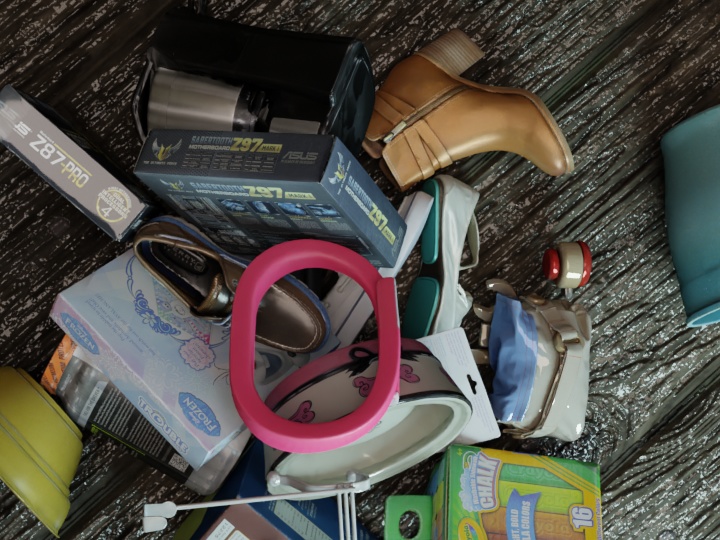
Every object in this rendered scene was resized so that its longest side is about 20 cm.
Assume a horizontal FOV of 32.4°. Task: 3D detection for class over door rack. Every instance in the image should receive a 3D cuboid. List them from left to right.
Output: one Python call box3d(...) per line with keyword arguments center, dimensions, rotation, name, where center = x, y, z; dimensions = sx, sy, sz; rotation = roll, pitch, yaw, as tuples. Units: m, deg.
box3d(center=(-0.086, 0.250, 1.035), dimensions=(0.199, 0.067, 0.149), rotation=(-6, 97, -21), name="over door rack")

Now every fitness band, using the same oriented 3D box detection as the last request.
box3d(center=(-0.038, 0.060, 1.042), dimensions=(0.143, 0.038, 0.201), rotation=(-2, 55, 1), name="fitness band")

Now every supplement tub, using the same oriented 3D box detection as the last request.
box3d(center=(-0.201, 0.121, 1.209), dimensions=(0.199, 0.123, 0.123), rotation=(31, 90, -5), name="supplement tub")

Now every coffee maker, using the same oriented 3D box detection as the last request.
box3d(center=(-0.092, -0.183, 1.173), dimensions=(0.199, 0.135, 0.193), rotation=(11, 90, 15), name="coffee maker")

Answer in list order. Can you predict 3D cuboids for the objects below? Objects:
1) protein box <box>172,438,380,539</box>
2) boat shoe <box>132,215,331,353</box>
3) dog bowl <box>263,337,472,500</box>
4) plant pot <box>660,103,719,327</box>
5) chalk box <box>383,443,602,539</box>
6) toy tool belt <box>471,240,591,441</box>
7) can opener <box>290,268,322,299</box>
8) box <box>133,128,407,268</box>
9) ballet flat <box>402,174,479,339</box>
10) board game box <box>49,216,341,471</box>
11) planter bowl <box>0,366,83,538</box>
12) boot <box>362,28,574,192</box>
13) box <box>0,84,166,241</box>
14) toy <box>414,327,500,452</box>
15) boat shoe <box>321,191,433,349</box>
box3d(center=(-0.073, 0.295, 1.182), dimensions=(0.200, 0.199, 0.135), rotation=(41, 96, -5), name="protein box")
box3d(center=(-0.122, 0.023, 1.124), dimensions=(0.199, 0.072, 0.073), rotation=(27, 106, 3), name="boat shoe")
box3d(center=(-0.002, 0.133, 1.130), dimensions=(0.199, 0.200, 0.074), rotation=(-21, 64, -3), name="dog bowl")
box3d(center=(0.385, -0.065, 1.217), dimensions=(0.199, 0.200, 0.189), rotation=(-17, 78, -3), name="plant pot")
box3d(center=(0.123, 0.254, 1.212), dimensions=(0.199, 0.124, 0.125), rotation=(8, 56, -7), name="chalk box")
box3d(center=(0.162, 0.069, 1.232), dimensions=(0.122, 0.125, 0.201), rotation=(2, 95, -10), name="toy tool belt")
box3d(center=(-0.061, -0.026, 1.217), dimensions=(0.078, 0.063, 0.201), rotation=(-26, 60, 34), name="can opener")
box3d(center=(-0.078, -0.064, 1.106), dimensions=(0.199, 0.158, 0.051), rotation=(5, 67, 30), name="box")
box3d(center=(0.088, 0.005, 1.258), dimensions=(0.069, 0.069, 0.201), rotation=(7, 91, -4), name="ballet flat")
box3d(center=(-0.152, 0.055, 1.172), dimensions=(0.200, 0.043, 0.199), rotation=(45, 46, 8), name="board game box")
box3d(center=(-0.324, 0.152, 1.177), dimensions=(0.083, 0.200, 0.201), rotation=(-43, 95, -17), name="planter bowl")
box3d(center=(0.098, -0.128, 1.228), dimensions=(0.155, 0.074, 0.200), rotation=(-41, 73, -13), name="boot")
box3d(center=(-0.261, -0.094, 1.157), dimensions=(0.161, 0.200, 0.049), rotation=(40, 89, -3), name="box")
box3d(center=(0.031, 0.130, 1.239), dimensions=(0.199, 0.047, 0.116), rotation=(-18, 100, 18), name="toy")
box3d(center=(0.000, 0.000, 1.232), dimensions=(0.065, 0.074, 0.201), rotation=(32, 101, 2), name="boat shoe")
